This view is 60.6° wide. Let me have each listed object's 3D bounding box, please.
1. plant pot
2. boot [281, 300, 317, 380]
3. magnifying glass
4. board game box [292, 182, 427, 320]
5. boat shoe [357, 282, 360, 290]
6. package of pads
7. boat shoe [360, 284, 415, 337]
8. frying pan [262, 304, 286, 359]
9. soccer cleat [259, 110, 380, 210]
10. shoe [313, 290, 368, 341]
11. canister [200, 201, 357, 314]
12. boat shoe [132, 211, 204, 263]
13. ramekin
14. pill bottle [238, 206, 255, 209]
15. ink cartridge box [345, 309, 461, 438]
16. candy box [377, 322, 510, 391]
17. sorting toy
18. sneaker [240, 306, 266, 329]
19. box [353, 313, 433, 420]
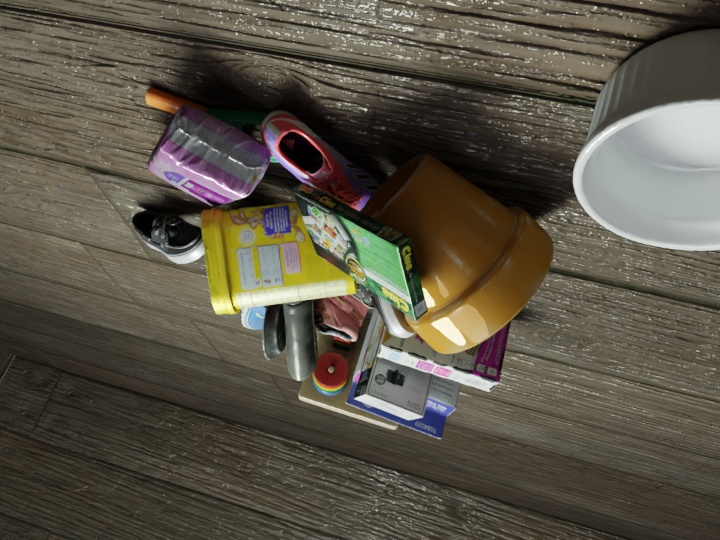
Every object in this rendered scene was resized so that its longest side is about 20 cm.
[{"bbox_3d":[0.096,-0.034,0.748,0.183,0.201,0.200,43,149,-13],"label":"plant pot"},{"bbox_3d":[-0.109,0.090,1.023,0.072,0.182,0.201,11,109,10],"label":"boot"},{"bbox_3d":[-0.178,-0.190,0.794,0.199,0.022,0.080,21,155,-3],"label":"magnifying glass"},{"bbox_3d":[-0.004,-0.027,0.709,0.200,0.023,0.105,33,147,44],"label":"board game box"},{"bbox_3d":[0.000,0.000,0.993,0.199,0.071,0.072,18,155,1],"label":"boat shoe"},{"bbox_3d":[-0.200,-0.140,0.790,0.120,0.076,0.200,30,170,-21],"label":"package of pads"},{"bbox_3d":[0.026,0.018,0.862,0.070,0.201,0.066,22,130,-42],"label":"boat shoe"},{"bbox_3d":[-0.140,0.087,1.104,0.031,0.190,0.116,4,108,8],"label":"frying pan"},{"bbox_3d":[-0.039,-0.118,0.766,0.200,0.068,0.073,37,-169,-29],"label":"soccer cleat"},{"bbox_3d":[-0.073,0.053,1.123,0.200,0.091,0.071,31,152,-25],"label":"shoe"},{"bbox_3d":[-0.110,-0.024,0.869,0.199,0.150,0.087,-7,-177,-1],"label":"canister"},{"bbox_3d":[-0.328,-0.068,1.050,0.199,0.070,0.066,20,156,46],"label":"boat shoe"},{"bbox_3d":[0.297,-0.111,0.543,0.199,0.098,0.201,14,154,7],"label":"ramekin"},{"bbox_3d":[-0.189,-0.023,1.027,0.112,0.113,0.200,21,155,-5],"label":"pill bottle"},{"bbox_3d":[0.094,0.182,1.143,0.195,0.201,0.043,22,155,-8],"label":"ink cartridge box"},{"bbox_3d":[0.142,0.104,1.030,0.199,0.137,0.061,16,153,4],"label":"candy box"},{"bbox_3d":[0.004,0.177,1.197,0.199,0.200,0.070,16,150,4],"label":"sorting toy"},{"bbox_3d":[-0.196,0.076,1.271,0.089,0.079,0.200,18,154,6],"label":"sneaker"},{"bbox_3d":[0.074,0.148,1.089,0.116,0.201,0.060,22,156,-13],"label":"box"}]
